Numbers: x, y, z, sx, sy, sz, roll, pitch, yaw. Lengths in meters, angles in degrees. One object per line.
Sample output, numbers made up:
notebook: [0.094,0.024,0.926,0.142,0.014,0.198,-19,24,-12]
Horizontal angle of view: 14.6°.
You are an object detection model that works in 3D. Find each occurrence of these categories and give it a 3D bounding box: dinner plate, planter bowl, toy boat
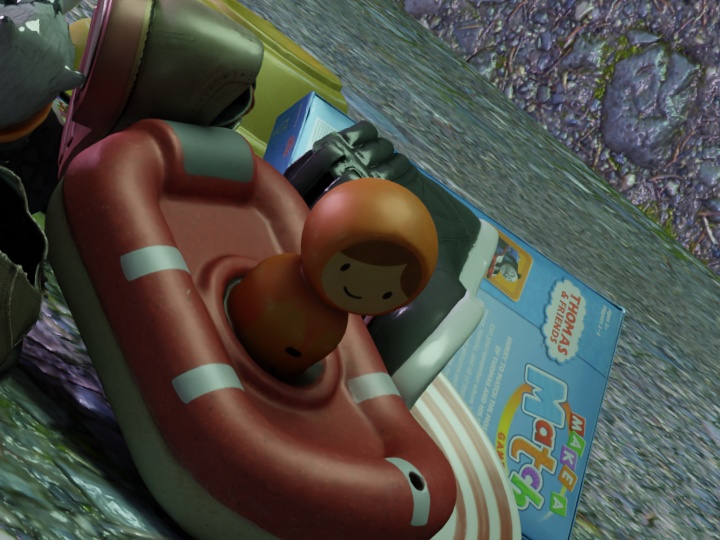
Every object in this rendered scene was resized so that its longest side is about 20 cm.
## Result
dinner plate: [-0.013,0.065,1.191,0.200,0.024,0.200,35,27,-21]
planter bowl: [-0.068,-0.090,1.461,0.200,0.084,0.200,36,6,-4]
toy boat: [-0.023,0.015,1.065,0.130,0.131,0.200,4,53,-52]

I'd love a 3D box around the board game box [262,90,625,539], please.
board game box: [0.028,0.031,1.315,0.200,0.037,0.152,34,51,-21]

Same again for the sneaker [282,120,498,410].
sneaker: [0.000,0.000,1.210,0.099,0.071,0.200,38,21,-8]

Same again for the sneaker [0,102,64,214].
sneaker: [-0.207,-0.100,1.268,0.200,0.072,0.083,38,7,5]

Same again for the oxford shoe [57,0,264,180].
oxford shoe: [-0.084,-0.068,1.179,0.075,0.071,0.200,13,-7,-8]

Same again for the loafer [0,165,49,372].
loafer: [-0.139,-0.003,1.033,0.073,0.071,0.200,34,9,-13]

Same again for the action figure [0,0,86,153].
action figure: [-0.140,-0.096,1.095,0.105,0.200,0.193,61,-12,-18]

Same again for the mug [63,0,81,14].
mug: [-0.211,-0.197,1.367,0.200,0.176,0.148,29,11,-11]

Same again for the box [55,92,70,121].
box: [-0.124,-0.047,1.411,0.200,0.039,0.137,35,8,-10]
